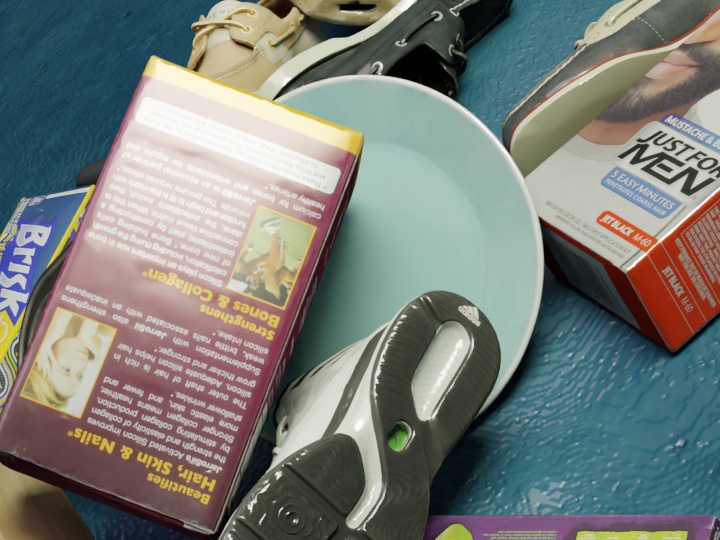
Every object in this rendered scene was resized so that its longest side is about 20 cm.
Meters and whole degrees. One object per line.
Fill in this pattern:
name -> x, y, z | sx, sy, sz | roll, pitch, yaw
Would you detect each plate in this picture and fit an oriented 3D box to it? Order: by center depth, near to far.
plate -> 0.000, 0.000, 0.867 | 0.200, 0.026, 0.200 | -2, 85, 21

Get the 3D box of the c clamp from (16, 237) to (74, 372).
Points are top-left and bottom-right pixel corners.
c clamp -> -0.151, 0.057, 0.908 | 0.200, 0.027, 0.171 | -46, 41, 42

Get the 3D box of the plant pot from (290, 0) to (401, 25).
plant pot -> 0.001, -0.267, 1.114 | 0.200, 0.200, 0.184 | -18, 40, 23

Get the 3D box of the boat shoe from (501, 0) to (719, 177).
boat shoe -> 0.156, -0.119, 0.915 | 0.200, 0.071, 0.063 | -33, 49, -7

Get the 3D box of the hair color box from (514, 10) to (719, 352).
hair color box -> 0.185, -0.063, 0.837 | 0.200, 0.064, 0.111 | -40, 34, -8

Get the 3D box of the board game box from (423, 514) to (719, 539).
board game box -> 0.052, 0.160, 0.718 | 0.200, 0.032, 0.120 | -6, 40, 37

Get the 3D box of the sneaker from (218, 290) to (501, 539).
sneaker -> -0.017, 0.103, 0.780 | 0.201, 0.076, 0.115 | -52, 9, -28

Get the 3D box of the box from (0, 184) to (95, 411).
box -> -0.206, 0.042, 1.036 | 0.064, 0.070, 0.200 | -8, 43, 31

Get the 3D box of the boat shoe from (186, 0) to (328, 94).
boat shoe -> -0.078, -0.139, 1.077 | 0.074, 0.069, 0.200 | -13, 14, 22

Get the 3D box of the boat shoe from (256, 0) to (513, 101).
boat shoe -> 0.030, -0.123, 1.033 | 0.199, 0.075, 0.066 | -29, 66, -31

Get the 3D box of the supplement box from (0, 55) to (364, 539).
supplement box -> -0.083, 0.017, 0.798 | 0.110, 0.086, 0.200 | 20, 77, 2

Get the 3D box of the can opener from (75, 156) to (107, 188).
can opener -> -0.115, -0.061, 1.086 | 0.200, 0.063, 0.079 | 3, 50, 42

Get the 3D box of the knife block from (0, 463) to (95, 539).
knife block -> -0.138, 0.168, 0.782 | 0.176, 0.064, 0.200 | -19, 62, 40
